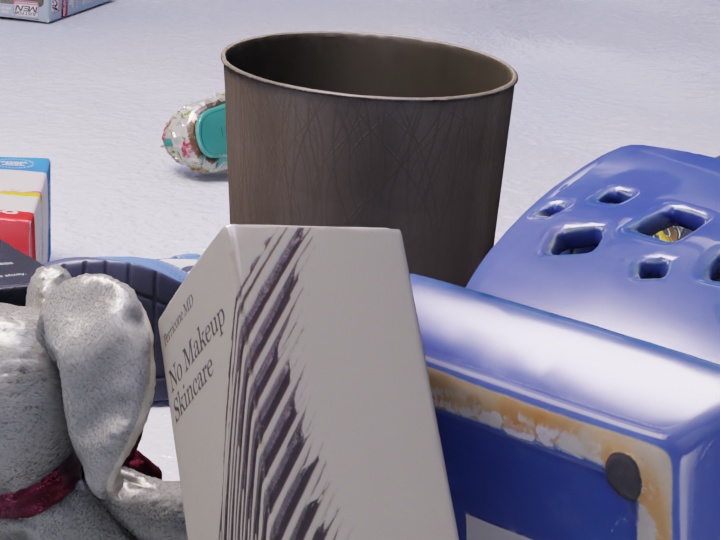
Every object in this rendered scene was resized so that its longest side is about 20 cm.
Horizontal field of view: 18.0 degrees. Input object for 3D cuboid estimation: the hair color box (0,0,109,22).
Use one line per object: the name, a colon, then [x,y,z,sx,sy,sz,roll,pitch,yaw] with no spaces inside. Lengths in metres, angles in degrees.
hair color box: [-0.345,-0.317,2.472,0.098,0.061,0.200,7,16,14]

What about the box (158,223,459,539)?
box: [-0.013,0.091,0.735,0.068,0.202,0.082,1,-28,-24]

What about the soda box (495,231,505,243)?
soda box: [0.060,0.013,1.312,0.198,0.064,0.068,8,15,19]

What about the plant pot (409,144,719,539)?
plant pot: [0.116,0.084,0.817,0.179,0.202,0.199,-20,26,-40]

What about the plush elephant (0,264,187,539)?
plush elephant: [-0.121,0.071,0.853,0.163,0.156,0.200,-6,17,13]

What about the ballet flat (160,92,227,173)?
ballet flat: [-0.069,-0.113,1.752,0.199,0.076,0.064,-5,0,-38]

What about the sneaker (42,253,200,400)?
sneaker: [-0.092,0.027,1.223,0.198,0.075,0.082,5,11,-22]

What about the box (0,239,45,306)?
box: [-0.244,0.036,1.087,0.147,0.105,0.200,-6,17,-30]

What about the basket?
basket: [0.000,0.000,1.079,0.135,0.202,0.180,-2,15,-15]

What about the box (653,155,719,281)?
box: [0.181,-0.019,1.177,0.199,0.051,0.158,-23,-12,-22]

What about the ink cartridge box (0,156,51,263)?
ink cartridge box: [-0.247,-0.015,1.348,0.115,0.068,0.200,2,15,-5]
